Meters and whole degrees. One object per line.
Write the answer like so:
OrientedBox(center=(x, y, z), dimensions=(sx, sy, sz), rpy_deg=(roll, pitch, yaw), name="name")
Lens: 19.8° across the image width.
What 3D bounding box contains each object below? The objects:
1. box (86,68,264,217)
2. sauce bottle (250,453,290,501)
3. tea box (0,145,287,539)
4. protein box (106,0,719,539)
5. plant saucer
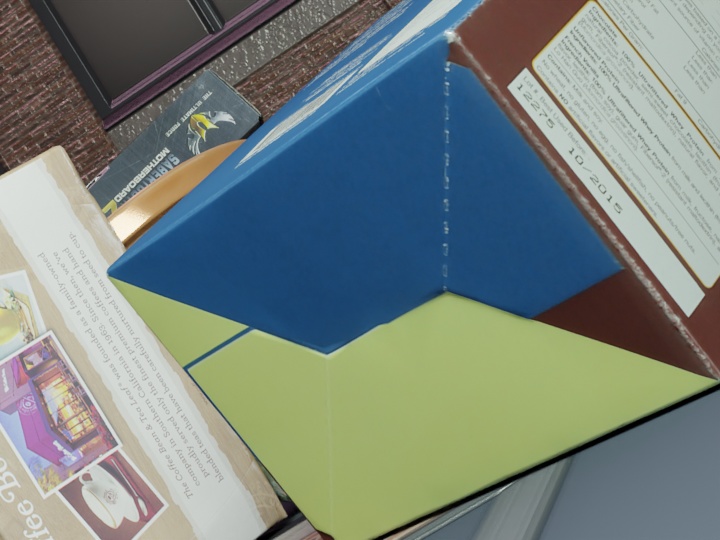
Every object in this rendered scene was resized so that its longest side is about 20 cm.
OrientedBox(center=(-0.138, -0.012, 1.257), dimensions=(0.200, 0.051, 0.158), rpy_deg=(-45, -12, -13), name="box")
OrientedBox(center=(-0.003, 0.055, 1.022), dimensions=(0.064, 0.065, 0.200), rpy_deg=(-32, 0, 24), name="sauce bottle")
OrientedBox(center=(-0.174, 0.084, 0.958), dimensions=(0.133, 0.201, 0.196), rpy_deg=(-33, 3, -38), name="tea box")
OrientedBox(center=(0.056, -0.036, 0.731), dimensions=(0.198, 0.135, 0.200), rpy_deg=(-31, 11, 46), name="protein box")
OrientedBox(center=(-0.115, 0.008, 1.179), dimensions=(0.200, 0.032, 0.201), rpy_deg=(-39, -15, -13), name="plant saucer")
